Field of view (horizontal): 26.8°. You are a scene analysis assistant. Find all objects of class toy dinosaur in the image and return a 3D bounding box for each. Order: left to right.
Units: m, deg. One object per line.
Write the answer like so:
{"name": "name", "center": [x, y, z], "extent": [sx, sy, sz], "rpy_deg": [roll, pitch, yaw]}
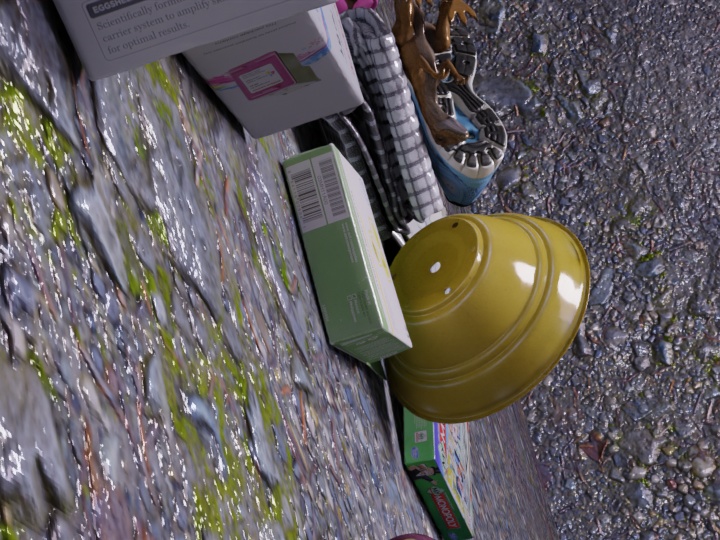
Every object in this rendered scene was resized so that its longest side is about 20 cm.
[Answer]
{"name": "toy dinosaur", "center": [0.042, -0.197, 1.229], "extent": [0.106, 0.060, 0.201], "rpy_deg": [126, -45, -57]}

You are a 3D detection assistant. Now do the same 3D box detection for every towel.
{"name": "towel", "center": [0.002, -0.127, 1.297], "extent": [0.200, 0.085, 0.167], "rpy_deg": [-108, 179, -71]}

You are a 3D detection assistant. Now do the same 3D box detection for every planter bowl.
{"name": "planter bowl", "center": [0.080, 0.017, 1.226], "extent": [0.083, 0.200, 0.201], "rpy_deg": [42, 26, -37]}

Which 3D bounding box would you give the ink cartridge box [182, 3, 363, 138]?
{"name": "ink cartridge box", "center": [-0.072, -0.186, 0.925], "extent": [0.200, 0.084, 0.146], "rpy_deg": [53, 21, -72]}

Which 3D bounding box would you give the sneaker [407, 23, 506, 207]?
{"name": "sneaker", "center": [0.067, -0.139, 1.335], "extent": [0.090, 0.078, 0.201], "rpy_deg": [102, -20, -49]}

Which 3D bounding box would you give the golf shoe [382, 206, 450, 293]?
{"name": "golf shoe", "center": [0.042, -0.037, 1.465], "extent": [0.097, 0.078, 0.201], "rpy_deg": [49, 23, -57]}

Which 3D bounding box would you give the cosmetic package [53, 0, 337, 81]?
{"name": "cosmetic package", "center": [-0.099, -0.227, 0.683], "extent": [0.200, 0.122, 0.201], "rpy_deg": [-94, 166, -60]}

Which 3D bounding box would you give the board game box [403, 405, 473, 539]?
{"name": "board game box", "center": [0.068, 0.121, 1.347], "extent": [0.135, 0.029, 0.201], "rpy_deg": [65, 20, -48]}

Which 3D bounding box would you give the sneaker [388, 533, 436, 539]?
{"name": "sneaker", "center": [0.030, 0.195, 0.899], "extent": [0.201, 0.074, 0.090], "rpy_deg": [73, -4, -50]}

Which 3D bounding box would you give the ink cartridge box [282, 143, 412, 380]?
{"name": "ink cartridge box", "center": [0.000, 0.000, 1.173], "extent": [0.200, 0.048, 0.147], "rpy_deg": [39, 34, -72]}

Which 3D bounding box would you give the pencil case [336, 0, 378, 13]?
{"name": "pencil case", "center": [-0.041, -0.341, 1.503], "extent": [0.094, 0.090, 0.201], "rpy_deg": [25, 44, -61]}
